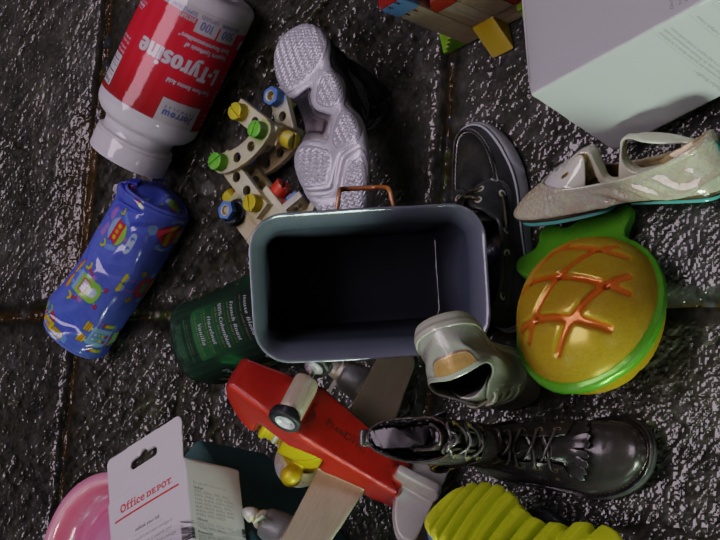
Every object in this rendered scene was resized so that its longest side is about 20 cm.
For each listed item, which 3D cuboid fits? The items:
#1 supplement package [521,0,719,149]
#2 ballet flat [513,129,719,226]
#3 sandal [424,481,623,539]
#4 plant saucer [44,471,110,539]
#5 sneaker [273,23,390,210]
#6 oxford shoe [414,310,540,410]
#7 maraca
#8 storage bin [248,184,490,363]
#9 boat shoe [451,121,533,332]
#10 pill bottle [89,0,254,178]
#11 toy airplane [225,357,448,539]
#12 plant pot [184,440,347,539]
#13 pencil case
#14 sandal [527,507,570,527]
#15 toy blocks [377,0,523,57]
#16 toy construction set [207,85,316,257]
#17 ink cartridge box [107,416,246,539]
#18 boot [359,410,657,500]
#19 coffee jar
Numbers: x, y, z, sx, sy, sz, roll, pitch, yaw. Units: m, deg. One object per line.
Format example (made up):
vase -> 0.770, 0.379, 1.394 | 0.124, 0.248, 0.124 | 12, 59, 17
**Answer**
supplement package -> 0.244, -0.205, 1.569 | 0.200, 0.117, 0.118 | -27, 51, 35
ballet flat -> 0.214, -0.082, 1.611 | 0.200, 0.067, 0.062 | -8, 109, 31
sandal -> 0.132, 0.234, 1.554 | 0.079, 0.087, 0.200 | -41, 39, -26
plant saucer -> -0.245, 0.306, 1.962 | 0.200, 0.051, 0.201 | -11, 74, 40
sneaker -> -0.011, -0.129, 1.801 | 0.075, 0.114, 0.200 | -24, 71, 26
oxford shoe -> 0.099, 0.091, 1.598 | 0.075, 0.200, 0.058 | -25, 64, 13
maraca -> 0.187, 0.021, 1.600 | 0.137, 0.107, 0.200 | -25, 40, 18
storage bin -> 0.000, 0.000, 1.674 | 0.134, 0.200, 0.146 | -171, 78, -83
boat shoe -> 0.112, -0.044, 1.708 | 0.069, 0.057, 0.200 | -27, 64, 35
pill bottle -> -0.199, -0.202, 1.984 | 0.112, 0.112, 0.200 | 38, 107, 40
toy airplane -> -0.020, 0.166, 1.716 | 0.141, 0.200, 0.200 | -29, 73, 53
plant pot -> -0.107, 0.262, 1.791 | 0.141, 0.141, 0.200 | -51, 48, 22
pencil case -> -0.257, -0.006, 2.017 | 0.087, 0.078, 0.200 | 36, 107, 10
sandal -> 0.196, 0.279, 1.582 | 0.200, 0.045, 0.075 | 50, 120, 21
toy blocks -> 0.106, -0.267, 1.706 | 0.200, 0.137, 0.100 | -24, 66, 36
toy construction set -> -0.078, -0.078, 1.872 | 0.131, 0.092, 0.200 | -52, 41, 21
ink cartridge box -> -0.160, 0.244, 1.703 | 0.116, 0.068, 0.200 | -33, 53, 36
boot -> 0.120, 0.148, 1.581 | 0.200, 0.174, 0.069 | -7, 76, 41
coffee jar -> -0.080, 0.041, 1.831 | 0.200, 0.104, 0.086 | -25, 73, 37
